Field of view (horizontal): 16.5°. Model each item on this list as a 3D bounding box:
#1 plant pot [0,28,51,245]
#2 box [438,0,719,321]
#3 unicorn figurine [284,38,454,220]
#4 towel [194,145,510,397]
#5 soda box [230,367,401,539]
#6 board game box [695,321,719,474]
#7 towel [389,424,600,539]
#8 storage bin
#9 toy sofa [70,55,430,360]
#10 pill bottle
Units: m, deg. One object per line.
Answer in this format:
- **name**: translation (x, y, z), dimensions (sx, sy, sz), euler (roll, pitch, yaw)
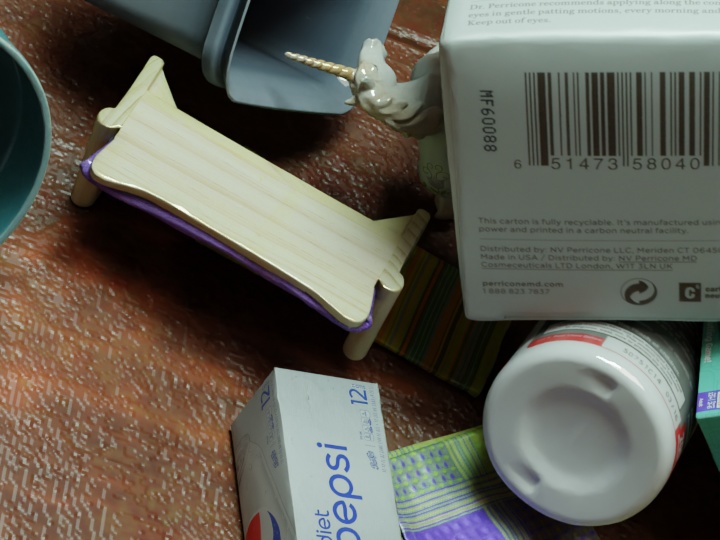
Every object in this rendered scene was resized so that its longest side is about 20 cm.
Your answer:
- **plant pot**: translation (-0.289, -0.110, 1.326), dimensions (0.199, 0.201, 0.188), euler (0, 40, -31)
- **box**: translation (0.153, -0.095, 1.403), dimensions (0.198, 0.201, 0.172), euler (0, 39, 8)
- **unicorn figurine**: translation (0.049, -0.106, 1.529), dimensions (0.074, 0.200, 0.138), euler (6, 51, 33)
- **towel**: translation (0.000, 0.000, 1.519), dimensions (0.199, 0.018, 0.086), euler (29, 44, -7)
- **soda box**: translation (-0.020, 0.154, 1.348), dimensions (0.068, 0.064, 0.201), euler (10, 51, -26)
- **board game box**: translation (0.252, 0.093, 1.488), dimensions (0.153, 0.045, 0.200), euler (-78, 150, -42)
- **towel**: translation (0.094, 0.176, 1.428), dimensions (0.143, 0.023, 0.201), euler (-13, 63, -37)
- **storage bin**: translation (-0.074, -0.187, 1.500), dimensions (0.134, 0.146, 0.200), euler (23, 10, 21)
- **toy sofa**: translation (-0.069, -0.025, 1.439), dimensions (0.199, 0.083, 0.098), euler (29, 54, 0)
- **pill bottle**: translation (0.155, 0.058, 1.479), dimensions (0.114, 0.114, 0.200), euler (39, 32, 3)
